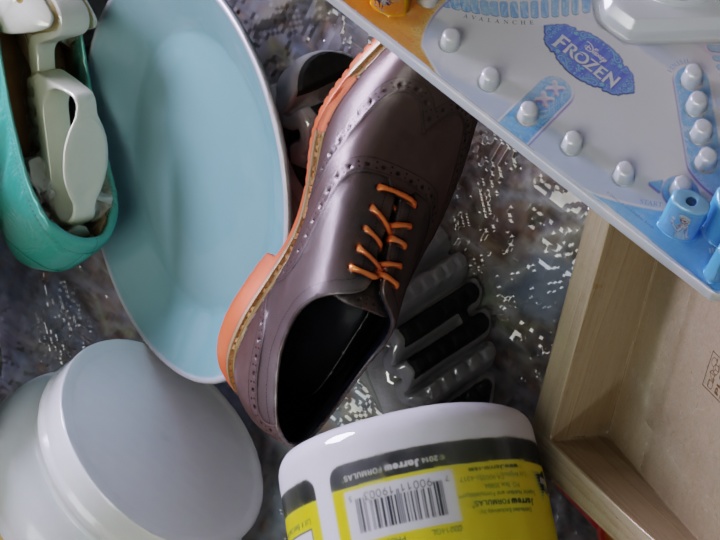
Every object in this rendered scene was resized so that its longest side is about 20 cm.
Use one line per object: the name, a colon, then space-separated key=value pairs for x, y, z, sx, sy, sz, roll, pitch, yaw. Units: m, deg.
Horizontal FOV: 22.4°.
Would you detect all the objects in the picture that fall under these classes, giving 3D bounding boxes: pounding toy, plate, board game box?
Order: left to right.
plate: x=-0.079 y=-0.047 z=0.874 sx=0.199 sy=0.025 sz=0.203 roll=23 pitch=118 yaw=53
board game box: x=0.119 y=-0.118 z=0.680 sx=0.199 sy=0.200 sz=0.026 roll=39 pitch=158 yaw=16
pounding toy: x=0.188 y=0.062 z=0.724 sx=0.200 sy=0.141 sz=0.186 roll=42 pitch=127 yaw=50

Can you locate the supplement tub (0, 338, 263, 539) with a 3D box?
supplement tub: x=-0.155 y=0.143 z=0.939 sx=0.145 sy=0.144 sz=0.200 roll=49 pitch=121 yaw=6

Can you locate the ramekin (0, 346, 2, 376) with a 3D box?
ramekin: x=-0.302 y=0.049 z=0.970 sx=0.198 sy=0.105 sz=0.202 roll=13 pitch=134 yaw=14

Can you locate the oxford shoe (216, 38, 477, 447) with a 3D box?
oxford shoe: x=0.008 y=-0.017 z=0.761 sx=0.071 sy=0.073 sz=0.201 roll=18 pitch=107 yaw=-25

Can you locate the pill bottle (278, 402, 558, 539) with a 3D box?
pill bottle: x=0.036 y=0.164 z=0.741 sx=0.112 sy=0.112 sz=0.202 roll=-21 pitch=71 yaw=31

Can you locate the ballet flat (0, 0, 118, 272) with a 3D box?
ballet flat: x=-0.155 y=-0.100 z=0.901 sx=0.070 sy=0.067 sz=0.202 roll=-1 pitch=101 yaw=42

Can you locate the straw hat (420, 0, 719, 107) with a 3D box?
straw hat: x=0.096 y=-0.132 z=0.749 sx=0.200 sy=0.201 sz=0.085 roll=35 pitch=157 yaw=14

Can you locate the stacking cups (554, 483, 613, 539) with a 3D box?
stacking cups: x=0.161 y=0.143 z=0.793 sx=0.200 sy=0.060 sz=0.061 roll=46 pitch=125 yaw=38

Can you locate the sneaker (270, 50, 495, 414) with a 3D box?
sneaker: x=0.000 y=0.000 z=0.862 sx=0.081 sy=0.075 sz=0.202 roll=-25 pitch=87 yaw=41
